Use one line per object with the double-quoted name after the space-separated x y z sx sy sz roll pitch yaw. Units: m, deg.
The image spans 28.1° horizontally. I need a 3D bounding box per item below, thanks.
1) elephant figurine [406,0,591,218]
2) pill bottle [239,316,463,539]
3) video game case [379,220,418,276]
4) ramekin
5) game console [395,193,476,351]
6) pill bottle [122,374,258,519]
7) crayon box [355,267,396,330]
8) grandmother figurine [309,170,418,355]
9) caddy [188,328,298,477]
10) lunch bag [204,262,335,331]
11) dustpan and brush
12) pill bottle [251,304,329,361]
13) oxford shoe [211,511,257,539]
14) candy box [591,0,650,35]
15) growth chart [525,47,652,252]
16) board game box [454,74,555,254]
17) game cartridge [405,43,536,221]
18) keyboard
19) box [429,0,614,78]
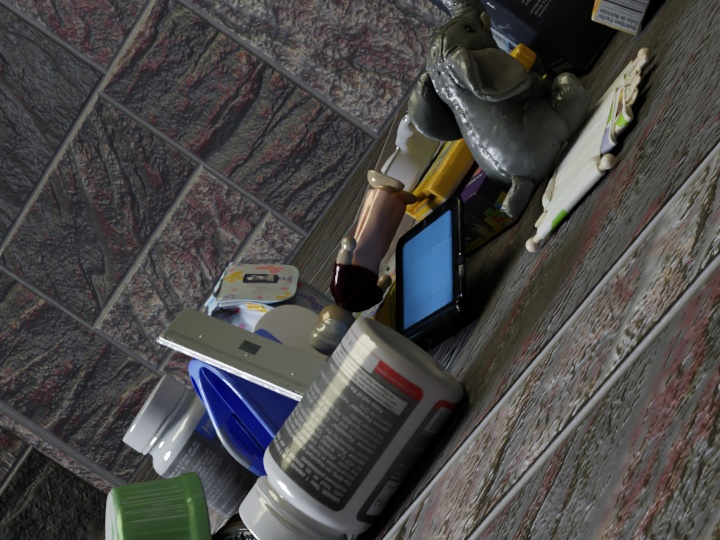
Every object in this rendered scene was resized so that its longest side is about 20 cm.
0.114 -0.181 1.412 0.142 0.200 0.155 -51 10 16 "elephant figurine"
-0.012 0.151 1.236 0.200 0.114 0.114 -55 7 7 "pill bottle"
0.083 -0.042 1.889 0.182 0.022 0.200 -56 6 2 "video game case"
-0.220 0.321 1.558 0.200 0.097 0.201 178 90 -75 "ramekin"
0.030 0.035 1.443 0.175 0.117 0.200 -31 -3 -21 "game console"
-0.176 0.217 1.719 0.114 0.200 0.114 -54 7 10 "pill bottle"
0.019 0.081 1.628 0.126 0.051 0.200 -48 11 49 "crayon box"
0.000 0.000 1.565 0.060 0.121 0.201 14 76 40 "grandmother figurine"
-0.103 0.161 1.547 0.105 0.200 0.141 -40 1 -24 "caddy"
-0.110 0.071 1.953 0.127 0.200 0.170 -54 6 15 "lunch bag"
0.053 -0.135 1.671 0.140 0.057 0.200 -57 4 -17 "dustpan and brush"
-0.088 0.123 1.731 0.114 0.113 0.200 -59 -8 -23 "pill bottle"
-0.121 0.286 1.560 0.085 0.073 0.200 -57 6 -25 "oxford shoe"
0.299 -0.359 1.489 0.116 0.055 0.201 -66 -6 -59 "candy box"
0.215 -0.119 1.332 0.145 0.018 0.200 -49 9 42 "growth chart"
0.148 -0.106 1.584 0.166 0.057 0.200 -57 6 -21 "board game box"
0.122 -0.155 1.628 0.201 0.032 0.176 -59 4 -9 "game cartridge"
-0.119 0.086 1.494 0.056 0.199 0.011 -46 -35 -39 "keyboard"
0.194 -0.327 1.695 0.118 0.200 0.197 -55 6 -2 "box"
